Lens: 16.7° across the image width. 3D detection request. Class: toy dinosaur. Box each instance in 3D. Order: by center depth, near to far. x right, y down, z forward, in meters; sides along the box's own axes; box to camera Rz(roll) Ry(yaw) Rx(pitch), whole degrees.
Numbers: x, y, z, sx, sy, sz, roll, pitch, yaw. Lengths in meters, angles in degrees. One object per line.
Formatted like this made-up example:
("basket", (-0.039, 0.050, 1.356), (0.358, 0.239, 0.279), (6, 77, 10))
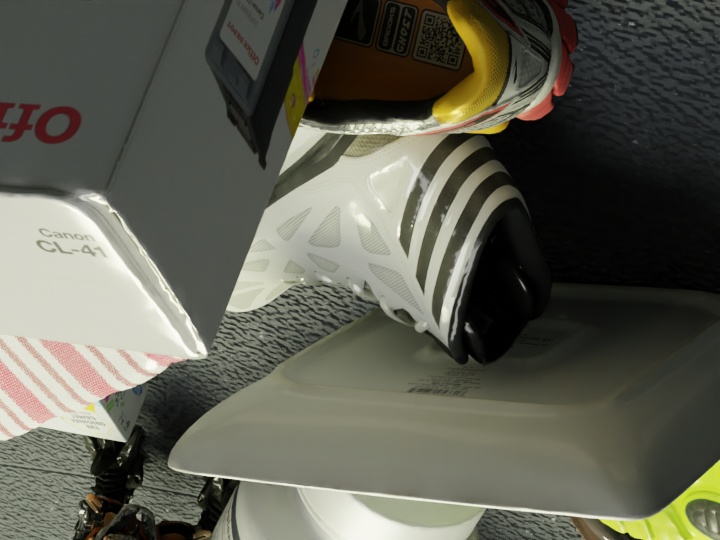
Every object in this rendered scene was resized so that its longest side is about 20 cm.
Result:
("toy dinosaur", (-0.123, 0.158, 1.278), (0.102, 0.136, 0.200), (26, 153, -16))

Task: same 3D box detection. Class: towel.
("towel", (-0.164, 0.002, 1.069), (0.147, 0.030, 0.200), (50, 142, -13))

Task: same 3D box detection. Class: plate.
("plate", (0.057, 0.040, 0.930), (0.198, 0.200, 0.033), (4, 108, 30))

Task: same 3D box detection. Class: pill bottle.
("pill bottle", (-0.012, 0.140, 1.155), (0.119, 0.120, 0.200), (23, 135, -6))

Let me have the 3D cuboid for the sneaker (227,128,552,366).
("sneaker", (0.000, 0.000, 0.911), (0.116, 0.075, 0.201), (56, 151, 8))

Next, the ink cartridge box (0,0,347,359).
("ink cartridge box", (-0.086, -0.084, 0.720), (0.147, 0.201, 0.086), (5, 150, 27))

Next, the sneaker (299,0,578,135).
("sneaker", (-0.033, -0.087, 0.791), (0.199, 0.078, 0.082), (7, -169, 15))

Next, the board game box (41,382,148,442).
("board game box", (-0.218, 0.024, 1.202), (0.199, 0.034, 0.135), (8, 151, 23))

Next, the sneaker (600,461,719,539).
("sneaker", (0.151, 0.070, 0.986), (0.199, 0.083, 0.075), (17, 122, 47))

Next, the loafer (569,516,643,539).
("loafer", (0.166, 0.136, 1.110), (0.199, 0.073, 0.071), (31, 152, -21))
